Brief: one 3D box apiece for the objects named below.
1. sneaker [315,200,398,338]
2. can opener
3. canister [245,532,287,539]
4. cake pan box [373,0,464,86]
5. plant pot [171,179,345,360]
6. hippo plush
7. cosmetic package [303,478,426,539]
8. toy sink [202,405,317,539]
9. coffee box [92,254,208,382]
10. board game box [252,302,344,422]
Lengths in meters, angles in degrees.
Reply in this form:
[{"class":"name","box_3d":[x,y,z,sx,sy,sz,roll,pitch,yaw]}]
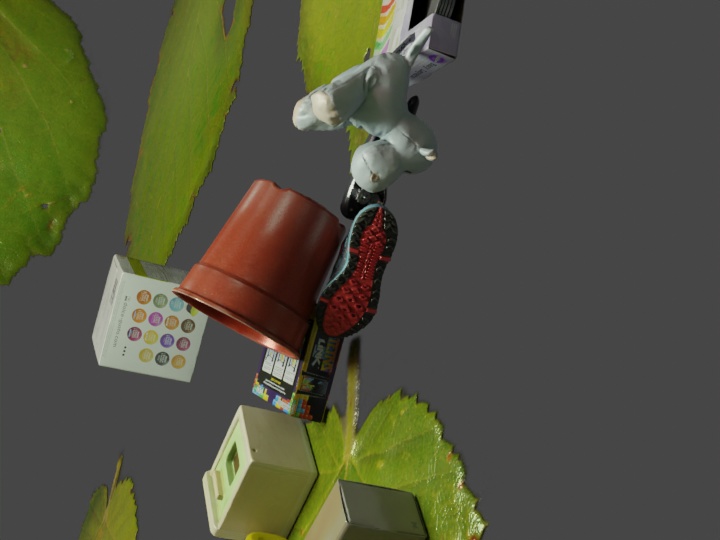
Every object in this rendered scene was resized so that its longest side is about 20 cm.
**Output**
[{"class":"sneaker","box_3d":[0.000,0.000,1.486,0.096,0.079,0.200,-90,25,-74]},{"class":"can opener","box_3d":[0.024,-0.161,1.516,0.200,0.063,0.079,-69,22,15]},{"class":"canister","box_3d":[-0.145,0.482,1.484,0.200,0.086,0.149,-69,23,12]},{"class":"cake pan box","box_3d":[0.085,-0.359,1.514,0.200,0.052,0.185,-14,65,65]},{"class":"plant pot","box_3d":[-0.127,-0.008,1.503,0.196,0.201,0.201,-62,20,-10]},{"class":"hippo plush","box_3d":[0.027,-0.194,1.423,0.200,0.161,0.159,-32,11,-9]},{"class":"cosmetic package","box_3d":[-0.016,0.341,1.242,0.200,0.105,0.071,-62,25,26]},{"class":"toy sink","box_3d":[-0.160,0.321,1.583,0.200,0.112,0.130,-65,24,24]},{"class":"coffee box","box_3d":[-0.440,0.099,2.277,0.200,0.197,0.200,-148,73,-69]},{"class":"board game box","box_3d":[-0.092,0.127,1.620,0.200,0.057,0.166,11,85,68]}]
